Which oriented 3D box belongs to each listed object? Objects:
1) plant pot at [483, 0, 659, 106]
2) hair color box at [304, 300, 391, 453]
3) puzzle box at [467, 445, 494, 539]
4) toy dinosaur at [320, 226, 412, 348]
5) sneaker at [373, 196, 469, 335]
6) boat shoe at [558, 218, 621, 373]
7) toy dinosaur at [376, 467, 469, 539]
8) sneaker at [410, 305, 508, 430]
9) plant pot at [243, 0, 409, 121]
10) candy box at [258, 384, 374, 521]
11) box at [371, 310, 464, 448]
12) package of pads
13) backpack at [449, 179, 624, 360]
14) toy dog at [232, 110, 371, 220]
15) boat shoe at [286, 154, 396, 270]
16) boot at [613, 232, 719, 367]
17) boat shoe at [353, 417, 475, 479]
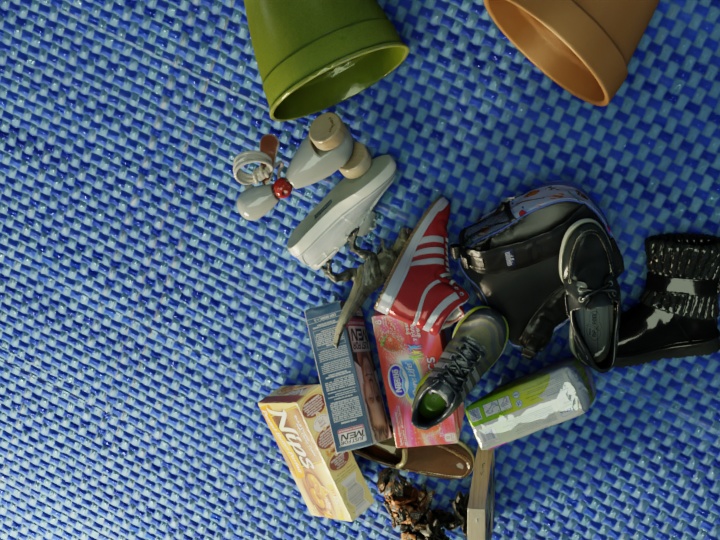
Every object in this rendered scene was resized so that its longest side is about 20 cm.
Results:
[{"bbox_3d":[0.265,-0.319,1.137,0.199,0.200,0.141,40,94,-1],"label":"plant pot"},{"bbox_3d":[-0.016,0.149,1.344,0.059,0.100,0.204,-15,82,16],"label":"hair color box"},{"bbox_3d":[0.172,0.345,1.338,0.025,0.200,0.136,2,108,11],"label":"puzzle box"},{"bbox_3d":[0.000,0.000,1.299,0.088,0.047,0.201,42,75,-10],"label":"toy dinosaur"},{"bbox_3d":[0.105,-0.002,1.261,0.111,0.202,0.072,27,149,4],"label":"sneaker"},{"bbox_3d":[0.286,0.038,1.158,0.073,0.066,0.203,-8,117,-6],"label":"boat shoe"},{"bbox_3d":[0.102,0.386,1.433,0.200,0.103,0.135,44,144,-21],"label":"toy dinosaur"},{"bbox_3d":[0.128,0.134,1.232,0.073,0.081,0.202,31,117,5],"label":"sneaker"},{"bbox_3d":[-0.064,-0.327,1.213,0.198,0.200,0.196,-25,88,18],"label":"plant pot"},{"bbox_3d":[-0.067,0.273,1.421,0.115,0.055,0.203,-11,106,53],"label":"candy box"},{"bbox_3d":[0.086,0.137,1.350,0.093,0.103,0.204,-7,106,15],"label":"box"},{"bbox_3d":[0.238,0.174,1.272,0.152,0.199,0.069,-25,83,18],"label":"package of pads"},{"bbox_3d":[0.241,-0.019,1.240,0.188,0.155,0.201,-27,115,21],"label":"backpack"},{"bbox_3d":[-0.087,-0.157,1.303,0.196,0.097,0.133,-16,139,-5],"label":"toy dog"},{"bbox_3d":[-0.015,-0.078,1.334,0.200,0.070,0.071,-41,117,17],"label":"boat shoe"},{"bbox_3d":[0.381,0.035,1.260,0.206,0.080,0.161,-8,111,4],"label":"boot"},{"bbox_3d":[0.071,0.273,1.406,0.198,0.075,0.076,15,109,8],"label":"boat shoe"}]
